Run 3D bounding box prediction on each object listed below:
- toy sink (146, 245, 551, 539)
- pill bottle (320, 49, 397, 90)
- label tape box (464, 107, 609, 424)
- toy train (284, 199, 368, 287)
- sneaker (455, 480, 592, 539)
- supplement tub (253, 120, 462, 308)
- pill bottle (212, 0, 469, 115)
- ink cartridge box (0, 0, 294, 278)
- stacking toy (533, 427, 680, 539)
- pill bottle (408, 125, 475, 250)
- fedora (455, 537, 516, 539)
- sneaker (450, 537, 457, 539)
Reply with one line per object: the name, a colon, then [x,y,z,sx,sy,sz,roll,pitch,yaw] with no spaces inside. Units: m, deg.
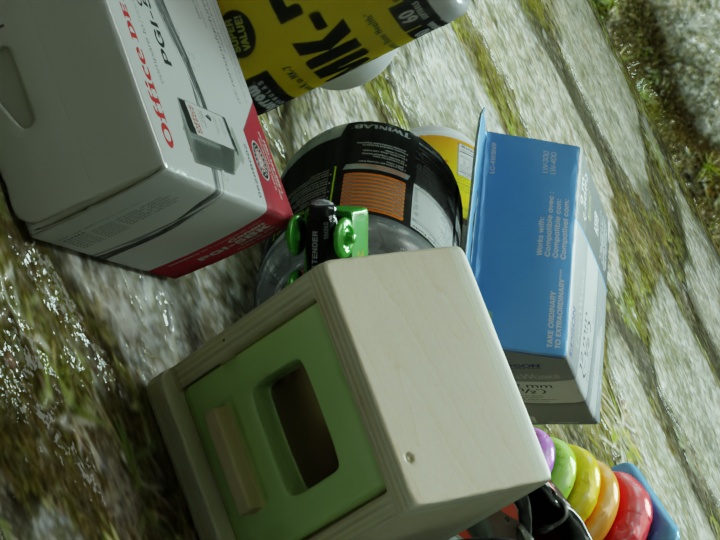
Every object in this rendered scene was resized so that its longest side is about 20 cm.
toy sink: [-0.024,0.091,1.418,0.112,0.200,0.131,-7,71,-44]
pill bottle: [-0.047,-0.202,1.857,0.200,0.112,0.113,44,26,-56]
label tape box: [0.113,0.001,1.766,0.200,0.066,0.144,62,31,-66]
toy train: [-0.017,0.060,1.531,0.056,0.041,0.202,-18,110,-67]
sneaker: [0.077,0.116,1.541,0.200,0.077,0.082,50,-30,9]
supplement tub: [0.000,0.000,1.679,0.123,0.122,0.200,60,16,-20]
pill bottle: [-0.047,-0.157,1.600,0.115,0.199,0.115,58,16,-26]
ink cartridge box: [-0.122,-0.086,1.451,0.148,0.082,0.200,70,14,12]
stacking toy: [0.121,0.151,1.956,0.200,0.110,0.116,43,9,-32]
pill bottle: [0.048,-0.025,1.922,0.110,0.109,0.200,60,15,-22]
fedora: [0.041,0.219,1.418,0.201,0.200,0.092,62,-15,-15]
sneaker: [0.028,0.222,1.553,0.201,0.079,0.074,-74,180,-50]
